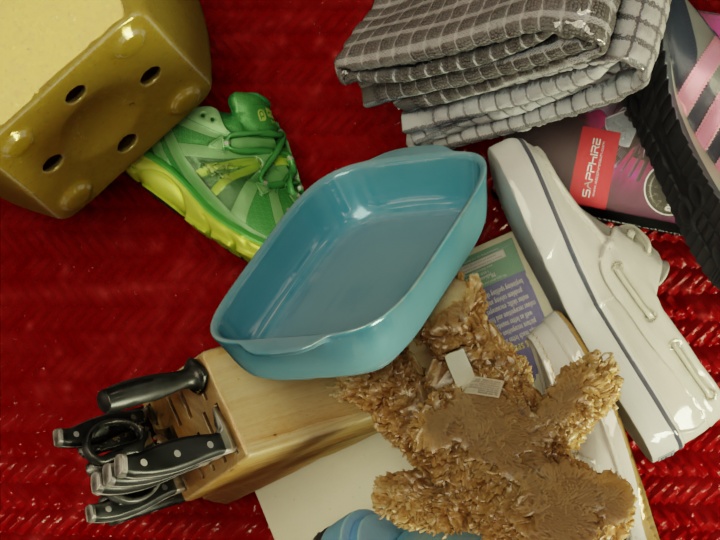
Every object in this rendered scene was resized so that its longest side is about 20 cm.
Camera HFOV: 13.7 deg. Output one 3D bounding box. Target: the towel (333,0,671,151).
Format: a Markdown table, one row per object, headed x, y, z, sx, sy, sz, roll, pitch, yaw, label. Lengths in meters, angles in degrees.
| x | y | z | sx | sy | sz | roll | pitch | yaw | label |
| --- | --- | --- | --- | --- | --- | --- | --- | --- | --- |
| 0.084 | -0.167 | 1.635 | 0.199 | 0.085 | 0.166 | -13 | 56 | 46 | towel |

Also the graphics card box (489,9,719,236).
| x | y | z | sx | sy | sz | roll | pitch | yaw | label |
| --- | --- | --- | --- | --- | --- | --- | --- | --- | --- |
| 0.182 | -0.083 | 1.687 | 0.199 | 0.051 | 0.126 | 12 | 84 | 10 | graphics card box |

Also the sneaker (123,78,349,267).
| x | y | z | sx | sy | sz | roll | pitch | yaw | label |
| --- | --- | --- | --- | --- | --- | --- | --- | --- | --- |
| -0.067 | -0.057 | 1.712 | 0.200 | 0.074 | 0.084 | 36 | 93 | 13 | sneaker |

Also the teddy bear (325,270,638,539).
| x | y | z | sx | sy | sz | roll | pitch | yaw | label |
| --- | --- | --- | --- | --- | --- | --- | --- | --- | --- |
| 0.069 | 0.090 | 1.583 | 0.199 | 0.067 | 0.145 | 32 | 74 | 25 | teddy bear |

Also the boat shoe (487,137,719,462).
| x | y | z | sx | sy | sz | roll | pitch | yaw | label |
| --- | --- | --- | --- | --- | --- | --- | --- | --- | --- |
| 0.139 | 0.007 | 1.652 | 0.065 | 0.072 | 0.201 | -31 | 96 | -4 | boat shoe |

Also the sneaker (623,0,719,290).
| x | y | z | sx | sy | sz | roll | pitch | yaw | label |
| --- | --- | --- | --- | --- | --- | --- | --- | --- | --- |
| 0.198 | -0.085 | 1.636 | 0.082 | 0.070 | 0.201 | -14 | 74 | -21 | sneaker |

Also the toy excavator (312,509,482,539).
| x | y | z | sx | sy | sz | roll | pitch | yaw | label |
| --- | --- | --- | --- | --- | --- | --- | --- | --- | --- |
| 0.075 | 0.192 | 1.605 | 0.200 | 0.100 | 0.195 | -35 | 97 | 26 | toy excavator |

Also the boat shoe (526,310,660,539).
| x | y | z | sx | sy | sz | roll | pitch | yaw | label |
| --- | --- | --- | --- | --- | --- | --- | --- | --- | --- |
| 0.119 | 0.124 | 1.635 | 0.069 | 0.071 | 0.201 | -19 | 94 | 1 | boat shoe |

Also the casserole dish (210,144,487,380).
| x | y | z | sx | sy | sz | roll | pitch | yaw | label |
| --- | --- | --- | --- | --- | --- | --- | --- | --- | --- |
| 0.000 | 0.000 | 1.605 | 0.121 | 0.200 | 0.039 | -5 | 122 | 30 | casserole dish |

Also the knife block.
| x | y | z | sx | sy | sz | roll | pitch | yaw | label |
| --- | --- | --- | --- | --- | --- | --- | --- | --- | --- |
| -0.060 | 0.073 | 1.613 | 0.199 | 0.176 | 0.064 | -25 | 80 | 5 | knife block |

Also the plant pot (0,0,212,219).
| x | y | z | sx | sy | sz | roll | pitch | yaw | label |
| --- | --- | --- | --- | --- | --- | --- | --- | --- | --- |
| -0.194 | -0.146 | 1.663 | 0.194 | 0.196 | 0.200 | -41 | 64 | 2 | plant pot |

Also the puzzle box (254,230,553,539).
| x | y | z | sx | sy | sz | roll | pitch | yaw | label |
| --- | --- | --- | --- | --- | --- | --- | --- | --- | --- |
| 0.027 | 0.077 | 1.701 | 0.199 | 0.025 | 0.134 | -23 | 78 | 5 | puzzle box |
